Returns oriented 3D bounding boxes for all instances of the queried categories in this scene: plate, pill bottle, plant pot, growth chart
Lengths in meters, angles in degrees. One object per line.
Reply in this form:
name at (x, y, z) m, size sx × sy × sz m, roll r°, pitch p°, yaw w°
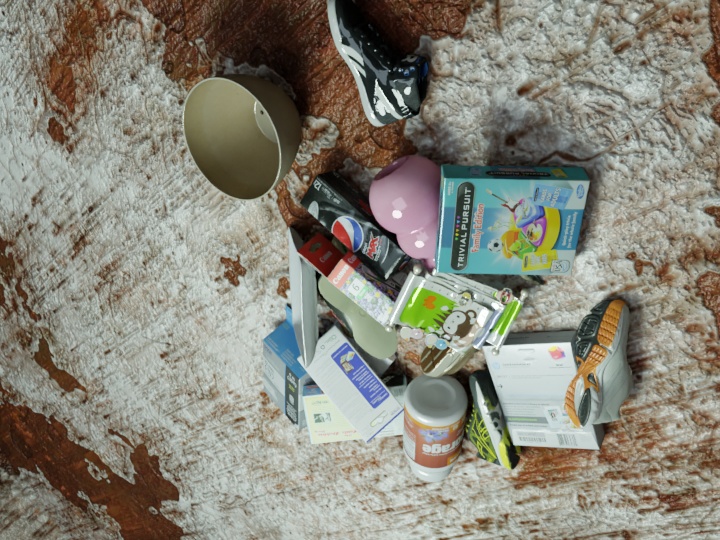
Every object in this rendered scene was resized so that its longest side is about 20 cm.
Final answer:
plate at (-0.102, 0.042, 1.298) m, size 0.032 × 0.200 × 0.203 m, roll -5°, pitch 110°, yaw -9°
pill bottle at (0.132, 0.289, 1.315) m, size 0.111 × 0.112 × 0.202 m, roll 20°, pitch 136°, yaw 23°
plant pot at (-0.173, -0.234, 1.200) m, size 0.198 × 0.134 × 0.203 m, roll 17°, pitch 125°, yaw 26°
growth chart at (0.147, 0.067, 1.137) m, size 0.197 × 0.018 × 0.146 m, roll 14°, pitch 116°, yaw -1°

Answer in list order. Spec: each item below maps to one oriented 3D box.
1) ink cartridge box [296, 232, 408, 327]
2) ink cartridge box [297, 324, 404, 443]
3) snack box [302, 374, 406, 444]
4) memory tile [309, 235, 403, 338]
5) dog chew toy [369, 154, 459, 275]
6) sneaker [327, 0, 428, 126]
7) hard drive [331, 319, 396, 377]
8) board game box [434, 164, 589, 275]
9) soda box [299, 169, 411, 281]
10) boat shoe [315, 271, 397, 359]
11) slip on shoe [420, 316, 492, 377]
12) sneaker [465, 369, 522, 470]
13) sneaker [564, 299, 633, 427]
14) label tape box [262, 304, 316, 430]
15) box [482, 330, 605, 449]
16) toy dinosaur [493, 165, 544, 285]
ink cartridge box at (0.000, 0.000, 1.210) m, size 0.199 × 0.109 × 0.050 m, roll 40°, pitch 118°, yaw 1°
ink cartridge box at (-0.018, 0.206, 1.331) m, size 0.094 × 0.037 × 0.200 m, roll -40°, pitch 83°, yaw -1°
snack box at (-0.006, 0.266, 1.389) m, size 0.197 × 0.037 × 0.118 m, roll -6°, pitch 117°, yaw 2°
memory tile at (0.001, 0.022, 1.295) m, size 0.152 × 0.017 × 0.202 m, roll -15°, pitch 106°, yaw 28°
dog chew toy at (0.100, -0.075, 1.123) m, size 0.124 × 0.125 × 0.201 m, roll -20°, pitch 112°, yaw 40°
sneaker at (0.037, -0.316, 1.055) m, size 0.111 × 0.073 × 0.202 m, roll -7°, pitch 120°, yaw 34°
hard drive at (-0.025, 0.184, 1.425) m, size 0.132 × 0.025 × 0.201 m, roll 41°, pitch 132°, yaw 8°
board game box at (0.209, -0.069, 1.034) m, size 0.197 × 0.047 × 0.153 m, roll 1°, pitch 122°, yaw 0°
soda box at (-0.001, -0.076, 1.202) m, size 0.200 × 0.071 × 0.064 m, roll 42°, pitch 117°, yaw 12°
boat shoe at (-0.005, 0.070, 1.279) m, size 0.202 × 0.074 × 0.063 m, roll 50°, pitch 179°, yaw -18°
slip on shoe at (0.178, 0.113, 1.223) m, size 0.060 × 0.077 × 0.201 m, roll 16°, pitch 127°, yaw -28°
sneaker at (0.216, 0.265, 1.275) m, size 0.084 × 0.074 × 0.202 m, roll -6°, pitch 113°, yaw 37°
sneaker at (0.376, 0.139, 1.101) m, size 0.076 × 0.091 × 0.203 m, roll -136°, pitch 54°, yaw -61°
label tape box at (-0.136, 0.192, 1.447) m, size 0.143 × 0.066 × 0.202 m, roll 39°, pitch 138°, yaw 41°
box at (0.301, 0.198, 1.199) m, size 0.154 × 0.041 × 0.202 m, roll -7°, pitch 113°, yaw 36°
toy dinosaur at (0.208, -0.054, 1.106) m, size 0.087 × 0.048 × 0.202 m, roll -12°, pitch 113°, yaw 27°
